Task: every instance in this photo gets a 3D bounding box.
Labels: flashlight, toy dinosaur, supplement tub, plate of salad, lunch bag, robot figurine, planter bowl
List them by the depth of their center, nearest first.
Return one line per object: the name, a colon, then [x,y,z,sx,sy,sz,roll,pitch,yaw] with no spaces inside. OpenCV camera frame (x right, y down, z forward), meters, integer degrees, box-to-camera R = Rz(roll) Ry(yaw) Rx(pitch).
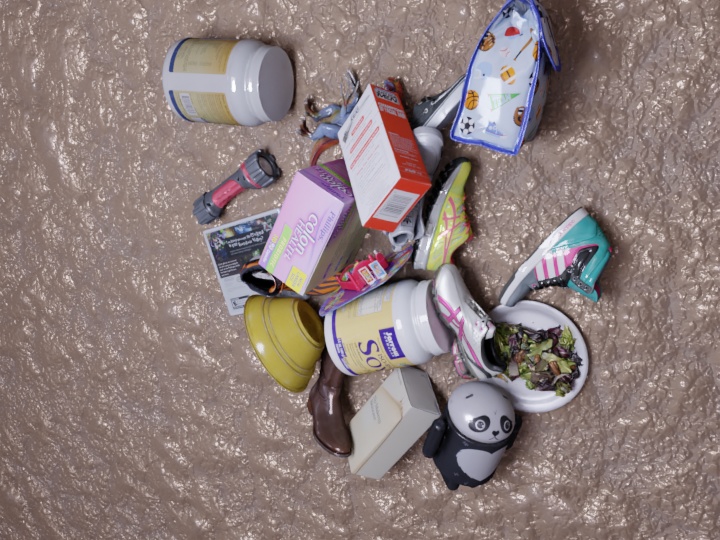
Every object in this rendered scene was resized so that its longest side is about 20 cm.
lunch bag: [0.219,-0.281,0.915,0.122,0.170,0.204,17,111,16]
plate of salad: [0.281,0.150,1.085,0.196,0.048,0.205,7,107,23]
toy dinosaur: [-0.012,-0.268,1.104,0.177,0.106,0.202,5,142,13]
robot figurine: [0.193,0.289,1.113,0.123,0.150,0.203,28,124,22]
supplement tub: [0.051,0.098,1.121,0.197,0.145,0.148,-15,99,28]
supplement tub: [-0.230,-0.330,1.126,0.196,0.144,0.148,10,109,22]
planter bowl: [-0.122,0.114,1.185,0.083,0.200,0.203,-30,92,15]
flashlight: [-0.243,-0.152,1.229,0.198,0.067,0.069,-31,86,28]

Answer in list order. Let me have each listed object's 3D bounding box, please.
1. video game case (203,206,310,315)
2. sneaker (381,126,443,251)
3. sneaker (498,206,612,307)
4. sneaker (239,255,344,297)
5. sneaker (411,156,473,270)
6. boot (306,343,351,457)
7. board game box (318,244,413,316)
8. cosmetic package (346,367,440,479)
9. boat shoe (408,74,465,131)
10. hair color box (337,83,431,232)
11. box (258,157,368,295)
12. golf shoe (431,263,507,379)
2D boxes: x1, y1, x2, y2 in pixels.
video game case: [-0.208,-0.014,1.280,0.197,0.023,0.185,-12,100,28]
sneaker: [0.084,-0.124,1.026,0.074,0.117,0.201,10,140,-13]
sneaker: [0.319,0.014,1.010,0.121,0.083,0.201,47,118,16]
sneaker: [-0.126,0.019,1.177,0.195,0.112,0.079,0,101,3]
sneaker: [0.152,-0.088,1.066,0.089,0.078,0.203,17,114,-2]
boot: [-0.042,0.217,1.206,0.187,0.063,0.203,48,127,51]
board game box: [0.000,0.000,1.106,0.198,0.158,0.039,-29,103,29]
cosmetic package: [0.054,0.282,1.190,0.072,0.104,0.201,20,121,-27]
boat shoe: [0.106,-0.246,1.038,0.057,0.068,0.200,48,121,5]
hair color box: [0.032,-0.174,0.991,0.111,0.063,0.203,-49,44,41]
box: [-0.057,-0.082,1.088,0.096,0.200,0.178,33,117,11]
golf shoe: [0.182,0.080,1.056,0.091,0.072,0.204,-12,102,42]
